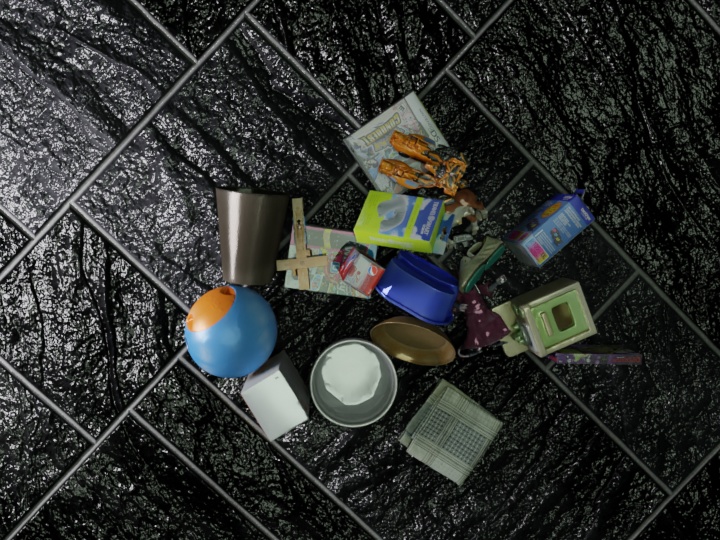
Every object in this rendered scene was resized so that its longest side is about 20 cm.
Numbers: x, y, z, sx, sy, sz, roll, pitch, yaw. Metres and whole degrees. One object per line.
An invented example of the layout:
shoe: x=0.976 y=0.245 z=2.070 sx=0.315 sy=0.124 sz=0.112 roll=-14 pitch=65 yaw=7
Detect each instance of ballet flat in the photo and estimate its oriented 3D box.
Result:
ballet flat: x=0.258 y=-0.016 z=1.490 sx=0.062 sy=0.200 sz=0.068 roll=31 pitch=134 yaw=20

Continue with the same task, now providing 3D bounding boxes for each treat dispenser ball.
treat dispenser ball: x=-0.282 y=0.134 z=1.441 sx=0.199 sy=0.201 sz=0.203 roll=0 pitch=95 yaw=-4

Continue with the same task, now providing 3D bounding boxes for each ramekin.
ramekin: x=-0.018 y=0.249 z=1.518 sx=0.198 sy=0.105 sz=0.202 roll=0 pitch=95 yaw=-3

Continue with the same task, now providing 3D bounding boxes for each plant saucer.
plant saucer: x=0.121 y=0.154 z=1.494 sx=0.199 sy=0.200 sz=0.036 roll=22 pitch=61 yaw=-5

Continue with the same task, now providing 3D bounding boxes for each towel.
towel: x=0.216 y=0.389 z=1.581 sx=0.199 sy=0.035 sz=0.193 roll=35 pitch=92 yaw=-5

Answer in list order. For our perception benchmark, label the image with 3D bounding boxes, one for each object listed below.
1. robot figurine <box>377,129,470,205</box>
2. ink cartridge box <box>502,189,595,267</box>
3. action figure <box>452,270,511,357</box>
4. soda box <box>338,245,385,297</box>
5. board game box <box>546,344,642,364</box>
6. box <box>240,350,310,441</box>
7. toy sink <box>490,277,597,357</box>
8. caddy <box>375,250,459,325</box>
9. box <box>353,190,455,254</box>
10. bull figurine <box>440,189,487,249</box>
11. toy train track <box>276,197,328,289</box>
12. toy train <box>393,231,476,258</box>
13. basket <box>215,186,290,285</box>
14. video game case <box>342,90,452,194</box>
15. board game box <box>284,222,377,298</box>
robot figurine: x=0.147 y=-0.230 z=1.474 sx=0.199 sy=0.058 sz=0.146 roll=22 pitch=85 yaw=3
ink cartridge box: x=0.437 y=-0.104 z=1.502 sx=0.200 sy=0.136 sz=0.076 roll=-39 pitch=100 yaw=0
action figure: x=0.273 y=0.088 z=1.540 sx=0.133 sy=0.149 sz=0.201 roll=-16 pitch=76 yaw=-14
soda box: x=0.000 y=0.000 z=1.386 sx=0.063 sy=0.200 sz=0.070 roll=32 pitch=93 yaw=-7
board game box: x=0.536 y=0.195 z=1.543 sx=0.198 sy=0.120 sz=0.033 roll=1 pitch=98 yaw=-3
box: x=-0.183 y=0.272 z=1.460 sx=0.097 sy=0.200 sz=0.125 roll=-31 pitch=96 yaw=-1
toy sink: x=0.422 y=0.117 z=1.532 sx=0.199 sy=0.112 sz=0.131 roll=-22 pitch=96 yaw=-2
caddy: x=0.125 y=0.046 z=1.468 sx=0.199 sy=0.141 sz=0.106 roll=30 pitch=114 yaw=10
box: x=0.098 y=-0.106 z=1.451 sx=0.198 sy=0.048 sz=0.123 roll=10 pitch=57 yaw=19
bull figurine: x=0.191 y=-0.113 z=1.503 sx=0.199 sy=0.065 sz=0.122 roll=-34 pitch=58 yaw=-7
toy train track: x=-0.130 y=-0.058 z=1.461 sx=0.114 sy=0.033 sz=0.202 roll=-5 pitch=89 yaw=4
toy train: x=0.173 y=-0.058 z=1.539 sx=0.198 sy=0.034 sz=0.046 roll=-12 pitch=92 yaw=-3
basket: x=-0.245 y=-0.077 z=1.461 sx=0.179 sy=0.136 sz=0.202 roll=12 pitch=102 yaw=28
video game case: x=0.090 y=-0.282 z=1.518 sx=0.199 sy=0.026 sz=0.181 roll=-35 pitch=97 yaw=0
board game box: x=-0.067 y=-0.024 z=1.512 sx=0.198 sy=0.064 sz=0.149 roll=8 pitch=95 yaw=-5
